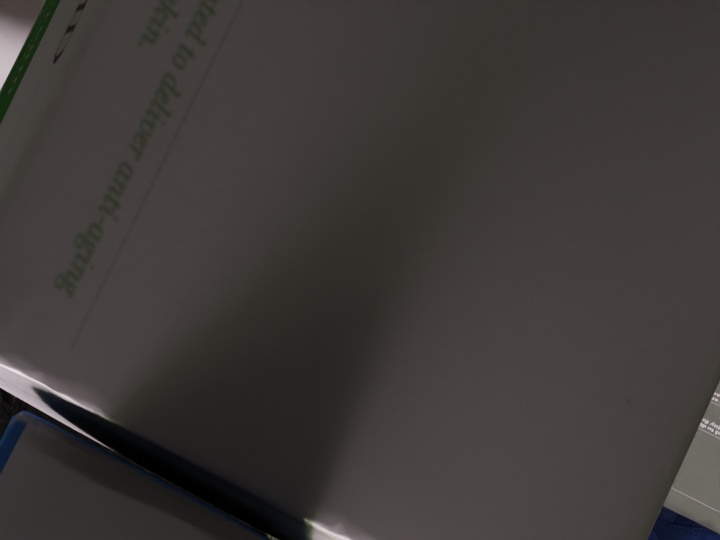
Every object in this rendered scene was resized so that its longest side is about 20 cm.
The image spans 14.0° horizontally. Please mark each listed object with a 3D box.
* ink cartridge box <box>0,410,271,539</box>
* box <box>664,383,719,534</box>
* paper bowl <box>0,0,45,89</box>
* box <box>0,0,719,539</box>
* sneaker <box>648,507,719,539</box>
[{"bbox_3d":[-0.073,0.131,0.810,0.084,0.147,0.200,25,174,10],"label":"ink cartridge box"},{"bbox_3d":[0.117,0.015,1.048,0.199,0.079,0.141,27,145,7],"label":"box"},{"bbox_3d":[-0.066,-0.047,0.998,0.200,0.104,0.201,35,145,29],"label":"paper bowl"},{"bbox_3d":[-0.001,-0.025,0.826,0.199,0.200,0.171,28,174,-14],"label":"box"},{"bbox_3d":[0.134,0.081,1.175,0.199,0.112,0.077,-10,177,-31],"label":"sneaker"}]
